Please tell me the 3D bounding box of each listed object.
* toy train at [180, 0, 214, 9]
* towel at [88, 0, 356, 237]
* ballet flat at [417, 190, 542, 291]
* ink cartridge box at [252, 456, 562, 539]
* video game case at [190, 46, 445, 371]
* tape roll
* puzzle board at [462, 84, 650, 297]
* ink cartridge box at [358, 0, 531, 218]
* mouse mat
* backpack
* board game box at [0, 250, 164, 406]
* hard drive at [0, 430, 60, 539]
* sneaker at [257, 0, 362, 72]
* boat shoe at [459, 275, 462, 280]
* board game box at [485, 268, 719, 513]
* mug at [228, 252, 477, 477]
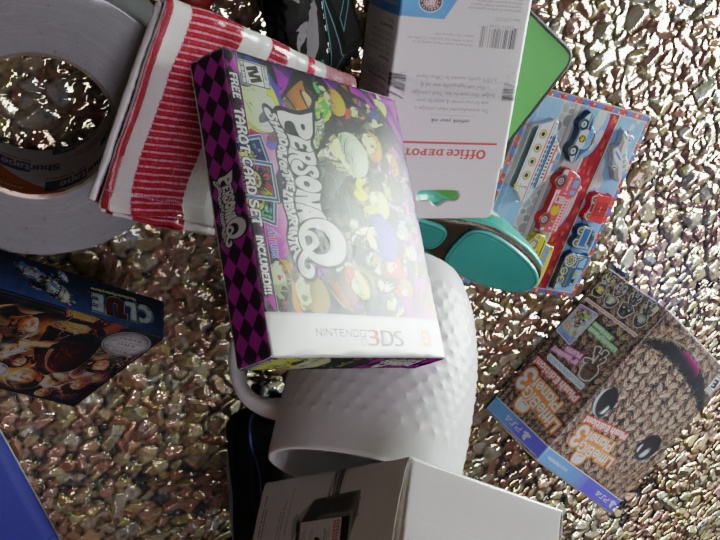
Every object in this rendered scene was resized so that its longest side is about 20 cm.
[{"bbox_3d":[-0.121,-0.198,0.790,0.034,0.046,0.200,26,102,-38],"label":"toy train"},{"bbox_3d":[-0.085,-0.091,0.758,0.200,0.023,0.144,12,100,-54],"label":"towel"},{"bbox_3d":[0.076,-0.043,0.960,0.200,0.070,0.067,19,139,-25],"label":"ballet flat"},{"bbox_3d":[0.029,0.204,0.812,0.147,0.200,0.083,24,63,-28],"label":"ink cartridge box"},{"bbox_3d":[-0.024,-0.034,0.733,0.036,0.200,0.181,-20,164,36],"label":"video game case"},{"bbox_3d":[-0.217,-0.110,0.741,0.200,0.066,0.200,-7,125,-10],"label":"tape roll"},{"bbox_3d":[0.189,-0.069,1.063,0.151,0.017,0.200,7,112,-33],"label":"puzzle board"},{"bbox_3d":[0.061,-0.147,0.894,0.116,0.067,0.200,-1,112,-24],"label":"ink cartridge box"},{"bbox_3d":[0.080,-0.150,0.954,0.161,0.008,0.200,33,99,-35],"label":"mouse mat"},{"bbox_3d":[-0.024,0.202,0.986,0.190,0.154,0.200,1,79,-25],"label":"backpack"},{"bbox_3d":[-0.265,0.039,0.807,0.200,0.035,0.135,21,139,-36],"label":"board game box"},{"bbox_3d":[-0.341,0.187,0.896,0.132,0.025,0.200,-25,127,-15],"label":"hard drive"},{"bbox_3d":[-0.035,-0.158,0.845,0.079,0.075,0.200,-10,121,-28],"label":"sneaker"},{"bbox_3d":[0.000,0.000,0.962,0.200,0.064,0.071,0,116,-30],"label":"boat shoe"},{"bbox_3d":[0.263,0.129,1.168,0.200,0.097,0.159,-50,129,4],"label":"board game box"},{"bbox_3d":[-0.006,0.074,0.866,0.148,0.200,0.176,78,23,-65],"label":"mug"}]
